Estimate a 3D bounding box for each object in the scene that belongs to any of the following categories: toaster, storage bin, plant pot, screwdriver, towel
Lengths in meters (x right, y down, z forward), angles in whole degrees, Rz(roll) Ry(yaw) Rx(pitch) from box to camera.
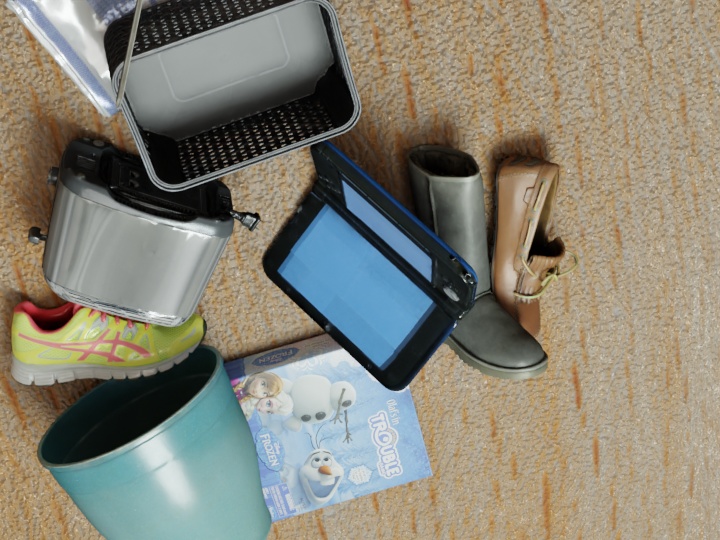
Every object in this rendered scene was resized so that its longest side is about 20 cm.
[{"bbox_3d":[-0.207,-0.032,1.098,0.199,0.114,0.129,16,118,-20],"label":"toaster"},{"bbox_3d":[-0.114,-0.174,1.032,0.199,0.094,0.135,-20,126,-5],"label":"storage bin"},{"bbox_3d":[-0.186,0.206,1.160,0.200,0.200,0.188,-25,109,4],"label":"plant pot"},{"bbox_3d":[-0.178,-0.226,0.958,0.029,0.028,0.201,13,78,-43],"label":"screwdriver"},{"bbox_3d":[-0.195,-0.242,1.036,0.200,0.024,0.147,-32,119,8],"label":"towel"}]

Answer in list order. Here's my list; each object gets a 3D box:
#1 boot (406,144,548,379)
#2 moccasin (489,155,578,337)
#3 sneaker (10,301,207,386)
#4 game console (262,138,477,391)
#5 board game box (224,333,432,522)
[{"bbox_3d":[0.114,-0.009,1.141,0.072,0.182,0.201,-23,127,-37],"label":"boot"},{"bbox_3d":[0.178,-0.019,1.187,0.078,0.074,0.202,12,114,26],"label":"moccasin"},{"bbox_3d":[-0.254,0.058,1.158,0.199,0.078,0.091,-8,112,-8],"label":"sneaker"},{"bbox_3d":[0.000,0.000,1.098,0.200,0.171,0.118,42,81,12],"label":"game console"},{"bbox_3d":[-0.038,0.166,1.270,0.198,0.043,0.200,-17,119,-1],"label":"board game box"}]
